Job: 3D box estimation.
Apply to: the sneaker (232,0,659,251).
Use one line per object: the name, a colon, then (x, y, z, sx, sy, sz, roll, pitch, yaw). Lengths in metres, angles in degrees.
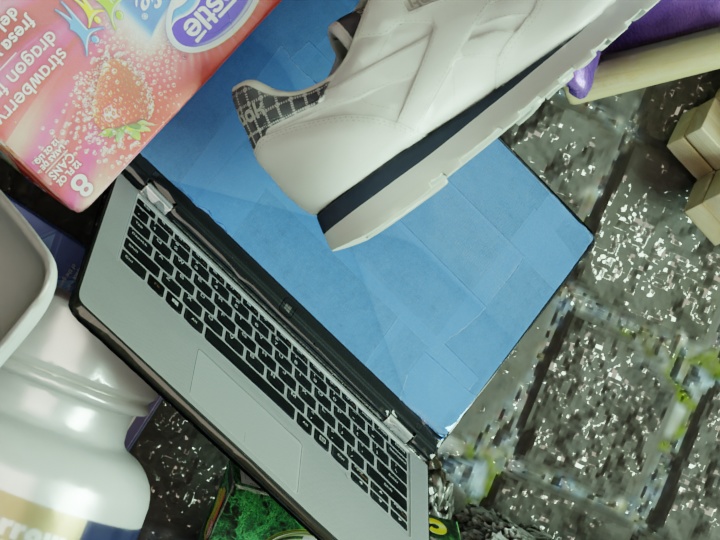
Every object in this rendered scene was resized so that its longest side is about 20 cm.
sneaker: (0.046, -0.094, 0.816, 0.200, 0.076, 0.081, -38, 87, -10)

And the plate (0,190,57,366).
plate: (-0.205, 0.025, 0.788, 0.200, 0.200, 0.032, -50, 138, 8)

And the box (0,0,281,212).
box: (-0.086, -0.128, 0.848, 0.095, 0.100, 0.200, 44, 84, -16)

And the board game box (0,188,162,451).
board game box: (-0.174, 0.070, 0.883, 0.135, 0.034, 0.201, 35, 88, -17)

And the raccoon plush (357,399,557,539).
raccoon plush: (0.090, 0.124, 0.939, 0.133, 0.097, 0.201, -24, 103, -19)

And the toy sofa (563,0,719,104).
toy sofa: (0.103, -0.177, 0.882, 0.082, 0.098, 0.201, -13, 101, 14)

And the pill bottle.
pill bottle: (-0.150, 0.103, 0.813, 0.119, 0.120, 0.201, 22, 89, -17)

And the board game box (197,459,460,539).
board game box: (-0.042, 0.179, 0.903, 0.104, 0.024, 0.201, 17, 115, -13)

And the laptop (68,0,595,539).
laptop: (0.000, 0.000, 0.839, 0.116, 0.200, 0.187, -41, 107, 17)

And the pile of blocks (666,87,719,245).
pile of blocks: (0.211, -0.103, 0.942, 0.062, 0.082, 0.200, 44, 85, -16)
